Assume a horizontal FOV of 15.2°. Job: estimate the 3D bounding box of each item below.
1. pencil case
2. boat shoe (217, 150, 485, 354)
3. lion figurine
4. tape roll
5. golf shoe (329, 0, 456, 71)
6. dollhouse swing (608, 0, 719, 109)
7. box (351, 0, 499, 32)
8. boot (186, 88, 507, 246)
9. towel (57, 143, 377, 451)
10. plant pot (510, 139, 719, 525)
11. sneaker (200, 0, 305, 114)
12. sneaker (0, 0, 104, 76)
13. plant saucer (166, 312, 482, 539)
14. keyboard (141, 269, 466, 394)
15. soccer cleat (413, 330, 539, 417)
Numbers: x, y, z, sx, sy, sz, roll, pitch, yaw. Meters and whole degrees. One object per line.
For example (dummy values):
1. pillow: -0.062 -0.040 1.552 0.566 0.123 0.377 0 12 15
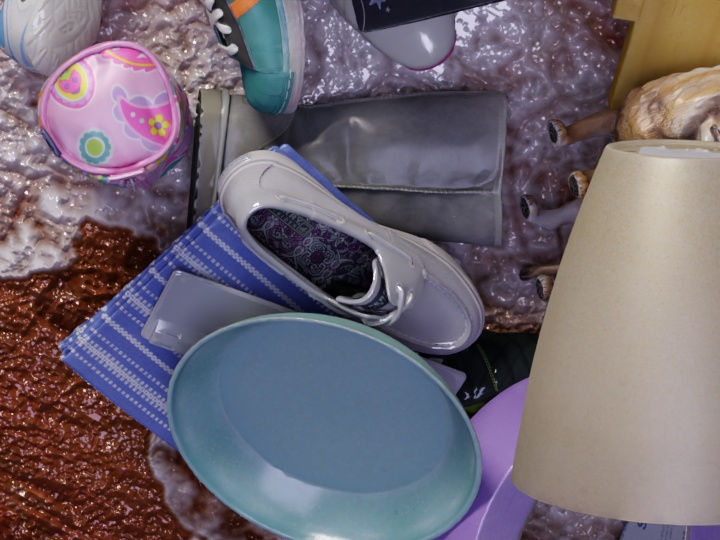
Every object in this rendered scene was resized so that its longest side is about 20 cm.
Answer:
1. pencil case: -0.144 -0.089 1.615 0.087 0.200 0.088 0 92 -3
2. boat shoe: 0.000 0.000 1.626 0.072 0.069 0.200 -41 120 15
3. lion figurine: 0.171 -0.056 1.683 0.122 0.200 0.073 -15 67 -20
4. tape roll: 0.138 0.166 1.727 0.200 0.066 0.201 -12 114 -28
5. golf shoe: -0.002 -0.203 1.637 0.075 0.092 0.200 -28 108 7
6. dollhouse swing: 0.253 -0.190 1.673 0.199 0.176 0.182 7 67 -2
7. box: 0.057 -0.253 1.563 0.115 0.132 0.201 -8 98 38
8. boot: -0.009 -0.033 1.711 0.199 0.073 0.182 4 110 -9
9. towel: -0.072 0.026 1.684 0.200 0.024 0.145 -42 119 15
10. plant pot: 0.184 0.028 1.569 0.187 0.187 0.201 1 100 -1
11. sneaker: -0.085 -0.188 1.634 0.080 0.071 0.201 -12 103 -13
12. sneaker: -0.170 -0.218 1.646 0.072 0.072 0.200 17 100 -52
13. plant saucer: -0.019 0.092 1.655 0.199 0.036 0.200 10 133 11
14. keyboard: -0.034 0.053 1.679 0.200 0.011 0.056 20 117 -16
15. soccer cleat: 0.027 0.055 1.735 0.199 0.068 0.081 -9 109 5
